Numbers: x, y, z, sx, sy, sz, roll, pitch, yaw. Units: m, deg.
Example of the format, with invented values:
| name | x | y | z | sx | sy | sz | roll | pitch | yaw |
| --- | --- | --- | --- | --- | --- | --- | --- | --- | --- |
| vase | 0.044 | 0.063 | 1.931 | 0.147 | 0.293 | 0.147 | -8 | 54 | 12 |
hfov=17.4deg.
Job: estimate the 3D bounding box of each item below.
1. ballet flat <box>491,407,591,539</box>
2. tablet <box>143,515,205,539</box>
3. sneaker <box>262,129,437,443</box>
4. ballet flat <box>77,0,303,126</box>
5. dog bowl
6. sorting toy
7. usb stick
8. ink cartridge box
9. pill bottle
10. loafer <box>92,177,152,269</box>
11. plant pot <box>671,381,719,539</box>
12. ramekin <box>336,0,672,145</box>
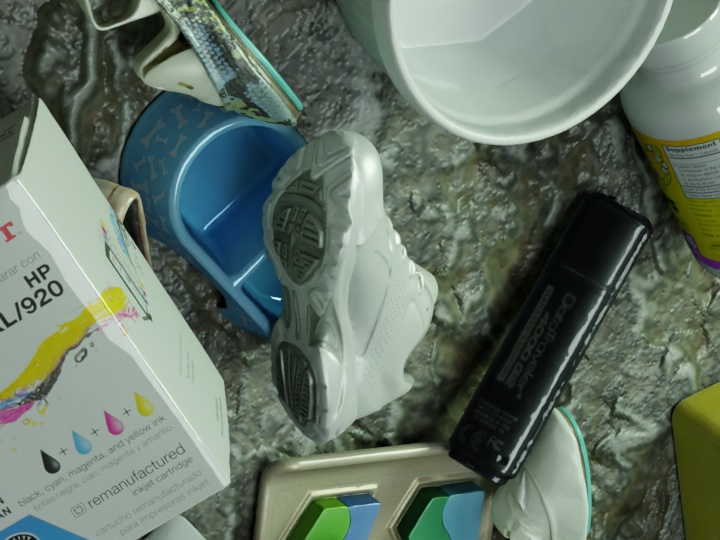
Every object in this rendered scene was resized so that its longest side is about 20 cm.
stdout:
| name | x | y | z | sx | sy | sz | roll | pitch | yaw |
| --- | --- | --- | --- | --- | --- | --- | --- | --- | --- |
| ballet flat | 0.119 | 0.175 | 1.577 | 0.069 | 0.069 | 0.200 | -26 | 138 | -19 |
| tablet | -0.142 | 0.262 | 1.443 | 0.200 | 0.130 | 0.014 | -45 | 163 | -4 |
| sneaker | 0.000 | 0.000 | 1.370 | 0.099 | 0.078 | 0.200 | -19 | 131 | -30 |
| ballet flat | -0.111 | -0.142 | 1.284 | 0.074 | 0.074 | 0.200 | -41 | 114 | -8 |
| dog bowl | -0.056 | -0.029 | 1.390 | 0.111 | 0.050 | 0.200 | -45 | 128 | -5 |
| sorting toy | 0.010 | 0.206 | 1.557 | 0.185 | 0.036 | 0.201 | -4 | 115 | -30 |
| usb stick | 0.123 | 0.043 | 1.521 | 0.200 | 0.055 | 0.033 | -61 | 150 | -1 |
| ink cartridge box | -0.182 | 0.042 | 1.237 | 0.147 | 0.145 | 0.200 | -30 | 109 | 7 |
| pill bottle | 0.230 | -0.093 | 1.499 | 0.104 | 0.104 | 0.200 | -38 | 127 | -10 |
| loafer | -0.138 | 0.037 | 1.350 | 0.072 | 0.063 | 0.200 | -57 | 141 | -49 |
| plant pot | 0.362 | 0.175 | 1.670 | 0.200 | 0.176 | 0.200 | -24 | 124 | -20 |
| ramekin | 0.076 | -0.183 | 1.359 | 0.200 | 0.105 | 0.201 | -14 | 119 | -26 |
